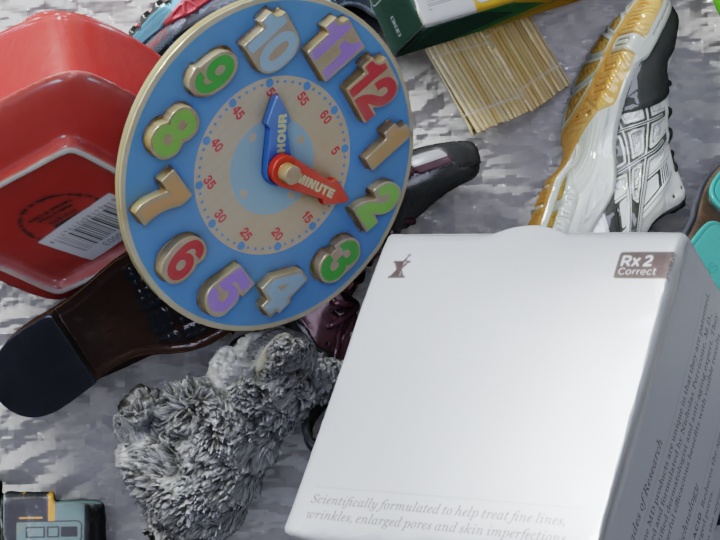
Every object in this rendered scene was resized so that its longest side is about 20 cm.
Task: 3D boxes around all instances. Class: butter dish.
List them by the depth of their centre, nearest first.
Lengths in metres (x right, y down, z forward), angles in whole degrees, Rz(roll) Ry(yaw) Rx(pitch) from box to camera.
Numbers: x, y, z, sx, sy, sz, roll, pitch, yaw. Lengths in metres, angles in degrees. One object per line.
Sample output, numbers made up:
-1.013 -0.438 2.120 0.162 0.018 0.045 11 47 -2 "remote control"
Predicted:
-0.184 -0.091 1.102 0.199 0.199 0.149 -25 58 26 "butter dish"

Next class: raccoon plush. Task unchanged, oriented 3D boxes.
-0.065 0.129 1.101 0.133 0.096 0.202 -18 79 28 "raccoon plush"

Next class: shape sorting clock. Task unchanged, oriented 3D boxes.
-0.050 -0.060 1.045 0.198 0.039 0.202 -14 114 -34 "shape sorting clock"

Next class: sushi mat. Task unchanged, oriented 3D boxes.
0.057 -0.188 1.174 0.095 0.012 0.201 -26 85 -38 "sushi mat"

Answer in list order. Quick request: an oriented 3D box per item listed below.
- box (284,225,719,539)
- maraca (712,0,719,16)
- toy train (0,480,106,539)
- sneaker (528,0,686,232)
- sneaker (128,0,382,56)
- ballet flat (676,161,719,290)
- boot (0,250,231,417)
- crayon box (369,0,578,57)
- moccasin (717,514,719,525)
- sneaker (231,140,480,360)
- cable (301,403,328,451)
0.094 0.093 1.009 0.197 0.131 0.202 0 57 35 "box"
0.318 -0.184 1.148 0.198 0.107 0.139 5 76 -3 "maraca"
-0.214 0.227 1.127 0.113 0.085 0.203 0 83 -8 "toy train"
0.174 -0.076 1.165 0.087 0.076 0.202 21 87 -12 "sneaker"
-0.065 -0.152 1.167 0.199 0.079 0.096 -29 85 -2 "sneaker"
0.225 -0.015 1.139 0.073 0.073 0.200 40 50 5 "ballet flat"
-0.136 0.019 1.132 0.198 0.097 0.075 -25 100 1 "boot"
0.085 -0.225 1.158 0.199 0.052 0.127 -20 82 -29 "crayon box"
0.160 0.127 1.090 0.198 0.068 0.081 -14 85 1 "moccasin"
0.000 0.000 1.157 0.198 0.076 0.117 -23 88 9 "sneaker"
0.032 0.074 1.162 0.097 0.050 0.201 34 75 -1 "cable"
